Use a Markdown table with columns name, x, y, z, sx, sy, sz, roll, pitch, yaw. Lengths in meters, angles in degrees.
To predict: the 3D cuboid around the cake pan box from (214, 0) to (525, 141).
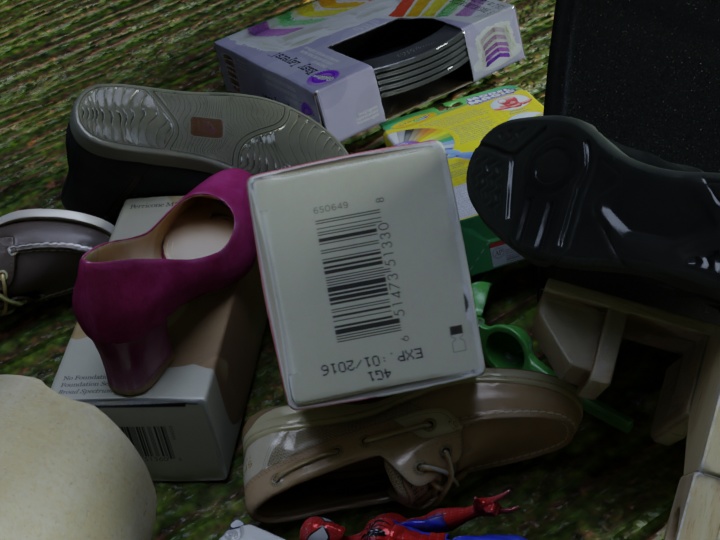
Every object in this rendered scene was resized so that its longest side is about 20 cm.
| name | x | y | z | sx | sy | sz | roll | pitch | yaw |
| --- | --- | --- | --- | --- | --- | --- | --- | --- | --- |
| cake pan box | 0.005 | -0.172 | 1.188 | 0.184 | 0.052 | 0.200 | -27 | 30 | -17 |

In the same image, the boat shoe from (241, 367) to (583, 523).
| name | x | y | z | sx | sy | sz | roll | pitch | yaw |
| --- | --- | --- | --- | --- | --- | --- | --- | --- | --- |
| boat shoe | 0.031 | 0.107 | 0.859 | 0.199 | 0.071 | 0.065 | -11 | 47 | 8 |

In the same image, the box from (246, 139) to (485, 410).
| name | x | y | z | sx | sy | sz | roll | pitch | yaw |
| --- | --- | --- | --- | --- | --- | --- | --- | --- | --- |
| box | 0.000 | 0.000 | 0.872 | 0.108 | 0.128 | 0.200 | -11 | 1 | -2 |

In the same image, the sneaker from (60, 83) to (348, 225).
| name | x | y | z | sx | sy | sz | roll | pitch | yaw |
| --- | --- | --- | --- | --- | --- | --- | --- | --- | --- |
| sneaker | -0.110 | -0.068 | 1.059 | 0.199 | 0.106 | 0.075 | 12 | 56 | -12 |

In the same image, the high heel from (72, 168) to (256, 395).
| name | x | y | z | sx | sy | sz | roll | pitch | yaw |
| --- | --- | --- | --- | --- | --- | --- | --- | --- | --- |
| high heel | -0.114 | -0.024 | 0.905 | 0.067 | 0.096 | 0.200 | 11 | 43 | 22 |

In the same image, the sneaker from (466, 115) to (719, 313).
| name | x | y | z | sx | sy | sz | roll | pitch | yaw |
| --- | --- | --- | --- | --- | --- | --- | --- | --- | --- |
| sneaker | 0.150 | -0.019 | 0.749 | 0.199 | 0.114 | 0.077 | 16 | 83 | 36 |

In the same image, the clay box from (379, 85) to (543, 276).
| name | x | y | z | sx | sy | sz | roll | pitch | yaw |
| --- | --- | --- | --- | --- | --- | --- | --- | --- | --- |
| clay box | 0.091 | -0.070 | 1.054 | 0.114 | 0.048 | 0.200 | -17 | 27 | -7 |

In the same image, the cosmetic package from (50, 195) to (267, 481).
| name | x | y | z | sx | sy | sz | roll | pitch | yaw |
| --- | --- | --- | --- | --- | --- | --- | --- | --- | --- |
| cosmetic package | -0.121 | 0.038 | 0.964 | 0.105 | 0.071 | 0.200 | -2 | 39 | 9 |

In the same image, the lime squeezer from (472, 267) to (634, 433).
| name | x | y | z | sx | sy | sz | roll | pitch | yaw |
| --- | --- | --- | --- | --- | --- | --- | --- | --- | --- |
| lime squeezer | 0.100 | 0.041 | 0.957 | 0.070 | 0.038 | 0.200 | 11 | 30 | -28 |

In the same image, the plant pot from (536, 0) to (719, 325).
| name | x | y | z | sx | sy | sz | roll | pitch | yaw |
| --- | --- | --- | --- | --- | --- | --- | --- | --- | --- |
| plant pot | 0.188 | -0.048 | 0.863 | 0.199 | 0.200 | 0.178 | 16 | 84 | 8 |

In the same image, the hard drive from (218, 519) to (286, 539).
| name | x | y | z | sx | sy | sz | roll | pitch | yaw |
| --- | --- | --- | --- | --- | --- | --- | --- | --- | --- |
| hard drive | -0.022 | 0.216 | 0.748 | 0.199 | 0.038 | 0.140 | 19 | 51 | 30 |

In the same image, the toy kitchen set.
| name | x | y | z | sx | sy | sz | roll | pitch | yaw |
| --- | --- | --- | --- | --- | --- | --- | --- | --- | --- |
| toy kitchen set | 0.147 | 0.114 | 0.759 | 0.163 | 0.200 | 0.181 | 17 | 80 | 6 |

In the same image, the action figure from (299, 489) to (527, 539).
| name | x | y | z | sx | sy | sz | roll | pitch | yaw |
| --- | --- | --- | --- | --- | --- | --- | --- | --- | --- |
| action figure | 0.061 | 0.157 | 0.805 | 0.199 | 0.052 | 0.066 | 5 | 46 | 20 |

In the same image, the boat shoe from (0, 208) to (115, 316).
| name | x | y | z | sx | sy | sz | roll | pitch | yaw |
| --- | --- | --- | --- | --- | --- | --- | --- | --- | --- |
| boat shoe | -0.260 | 0.004 | 1.037 | 0.199 | 0.072 | 0.060 | -5 | 45 | 11 |

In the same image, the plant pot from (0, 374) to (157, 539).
| name | x | y | z | sx | sy | sz | roll | pitch | yaw |
| --- | --- | --- | --- | --- | --- | --- | --- | --- | --- |
| plant pot | -0.198 | 0.157 | 0.748 | 0.200 | 0.201 | 0.184 | 7 | 35 | 20 |
